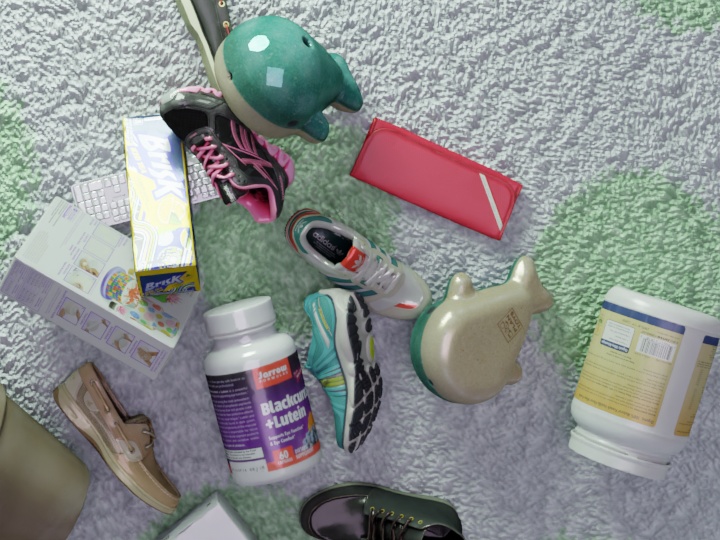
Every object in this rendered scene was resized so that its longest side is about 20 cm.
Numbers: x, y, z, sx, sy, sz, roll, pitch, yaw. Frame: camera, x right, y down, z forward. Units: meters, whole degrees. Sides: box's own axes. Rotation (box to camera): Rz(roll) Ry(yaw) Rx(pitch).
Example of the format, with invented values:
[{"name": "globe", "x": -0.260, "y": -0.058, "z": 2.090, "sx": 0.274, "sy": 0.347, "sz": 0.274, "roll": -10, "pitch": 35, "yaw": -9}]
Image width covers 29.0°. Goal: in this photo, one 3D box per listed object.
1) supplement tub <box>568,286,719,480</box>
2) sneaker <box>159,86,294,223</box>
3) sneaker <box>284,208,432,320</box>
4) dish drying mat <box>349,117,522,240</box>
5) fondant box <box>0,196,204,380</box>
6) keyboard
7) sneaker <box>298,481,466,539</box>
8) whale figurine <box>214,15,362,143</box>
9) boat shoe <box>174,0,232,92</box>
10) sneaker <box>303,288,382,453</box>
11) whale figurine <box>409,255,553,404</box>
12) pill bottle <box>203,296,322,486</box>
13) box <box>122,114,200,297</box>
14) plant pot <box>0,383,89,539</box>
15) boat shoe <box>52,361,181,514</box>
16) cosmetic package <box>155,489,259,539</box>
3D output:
[{"name": "supplement tub", "x": 0.333, "y": 0.133, "z": 1.653, "sx": 0.143, "sy": 0.144, "sz": 0.202, "roll": 17, "pitch": 93, "yaw": -8}, {"name": "sneaker", "x": -0.149, "y": -0.124, "z": 1.556, "sx": 0.079, "sy": 0.096, "sz": 0.200, "roll": -22, "pitch": 135, "yaw": 34}, {"name": "sneaker", "x": 0.000, "y": -0.001, "z": 1.625, "sx": 0.199, "sy": 0.093, "sz": 0.071, "roll": 34, "pitch": 91, "yaw": -9}, {"name": "dish drying mat", "x": 0.092, "y": -0.109, "z": 1.664, "sx": 0.198, "sy": 0.018, "sz": 0.077, "roll": 23, "pitch": 93, "yaw": -9}, {"name": "fondant box", "x": -0.287, "y": 0.018, "z": 1.562, "sx": 0.199, "sy": 0.145, "sz": 0.058, "roll": 30, "pitch": 120, "yaw": -8}, {"name": "keyboard", "x": -0.235, "y": -0.097, "z": 1.629, "sx": 0.198, "sy": 0.011, "sz": 0.057, "roll": -15, "pitch": 97, "yaw": -6}, {"name": "sneaker", "x": 0.028, "y": 0.300, "z": 1.651, "sx": 0.198, "sy": 0.106, "sz": 0.076, "roll": 3, "pitch": 95, "yaw": -7}, {"name": "whale figurine", "x": -0.065, "y": -0.220, "z": 1.541, "sx": 0.104, "sy": 0.199, "sz": 0.160, "roll": -39, "pitch": 68, "yaw": 37}, {"name": "boat shoe", "x": -0.155, "y": -0.250, "z": 1.591, "sx": 0.063, "sy": 0.074, "sz": 0.203, "roll": -22, "pitch": 102, "yaw": -12}, {"name": "sneaker", "x": -0.024, "y": 0.117, "z": 1.654, "sx": 0.079, "sy": 0.077, "sz": 0.202, "roll": 2, "pitch": 106, "yaw": 29}, {"name": "whale figurine", "x": 0.140, "y": 0.068, "z": 1.659, "sx": 0.200, "sy": 0.103, "sz": 0.160, "roll": -43, "pitch": 113, "yaw": -24}, {"name": "pill bottle", "x": -0.119, "y": 0.137, "z": 1.614, "sx": 0.110, "sy": 0.111, "sz": 0.202, "roll": -15, "pitch": 97, "yaw": -5}, {"name": "box", "x": -0.223, "y": -0.075, "z": 1.556, "sx": 0.069, "sy": 0.064, "sz": 0.202, "roll": -6, "pitch": 62, "yaw": -7}, {"name": "plant pot", "x": -0.406, "y": 0.236, "z": 1.563, "sx": 0.173, "sy": 0.200, "sz": 0.201, "roll": 31, "pitch": 91, "yaw": -24}, {"name": "boat shoe", "x": -0.271, "y": 0.197, "z": 1.622, "sx": 0.064, "sy": 0.071, "sz": 0.200, "roll": -41, "pitch": 97, "yaw": -1}, {"name": "cosmetic package", "x": -0.147, "y": 0.372, "z": 1.655, "sx": 0.101, "sy": 0.074, "sz": 0.201, "roll": -37, "pitch": 97, "yaw": -2}]
